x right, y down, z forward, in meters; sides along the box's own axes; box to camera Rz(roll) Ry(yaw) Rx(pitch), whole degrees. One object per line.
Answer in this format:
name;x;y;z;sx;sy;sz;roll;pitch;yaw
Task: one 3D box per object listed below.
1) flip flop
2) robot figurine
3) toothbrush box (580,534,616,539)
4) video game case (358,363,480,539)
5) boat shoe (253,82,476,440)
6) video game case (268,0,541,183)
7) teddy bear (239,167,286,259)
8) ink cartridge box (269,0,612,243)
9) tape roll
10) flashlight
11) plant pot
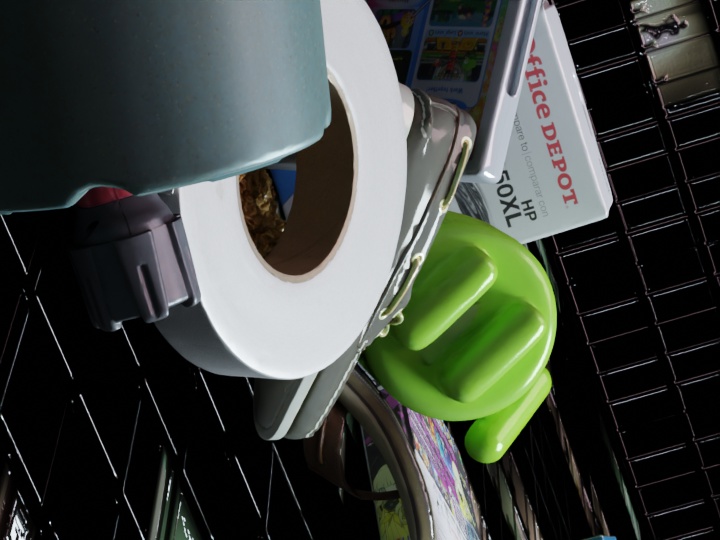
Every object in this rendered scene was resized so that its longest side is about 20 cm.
flip flop;-0.017;0.080;1.440;0.200;0.058;0.081;57;0;-2
robot figurine;0.049;0.024;1.507;0.175;0.116;0.200;45;-2;-11
toothbrush box;0.109;0.275;1.547;0.085;0.146;0.200;25;50;-77
video game case;0.044;0.155;1.711;0.200;0.036;0.181;62;15;-53
boat shoe;0.001;0.001;1.330;0.072;0.060;0.202;37;-71;60
video game case;0.016;-0.142;1.415;0.024;0.200;0.182;22;78;-47
teddy bear;-0.074;-0.058;1.284;0.200;0.067;0.145;58;15;-60
ink cartridge box;0.047;-0.078;1.628;0.084;0.200;0.145;-55;127;-79
tape roll;-0.043;-0.048;1.197;0.203;0.037;0.203;-9;101;-58
flashlight;-0.116;-0.075;1.068;0.068;0.068;0.200;-24;100;-52
plant pot;-0.099;-0.132;0.924;0.200;0.200;0.196;-67;147;-76
